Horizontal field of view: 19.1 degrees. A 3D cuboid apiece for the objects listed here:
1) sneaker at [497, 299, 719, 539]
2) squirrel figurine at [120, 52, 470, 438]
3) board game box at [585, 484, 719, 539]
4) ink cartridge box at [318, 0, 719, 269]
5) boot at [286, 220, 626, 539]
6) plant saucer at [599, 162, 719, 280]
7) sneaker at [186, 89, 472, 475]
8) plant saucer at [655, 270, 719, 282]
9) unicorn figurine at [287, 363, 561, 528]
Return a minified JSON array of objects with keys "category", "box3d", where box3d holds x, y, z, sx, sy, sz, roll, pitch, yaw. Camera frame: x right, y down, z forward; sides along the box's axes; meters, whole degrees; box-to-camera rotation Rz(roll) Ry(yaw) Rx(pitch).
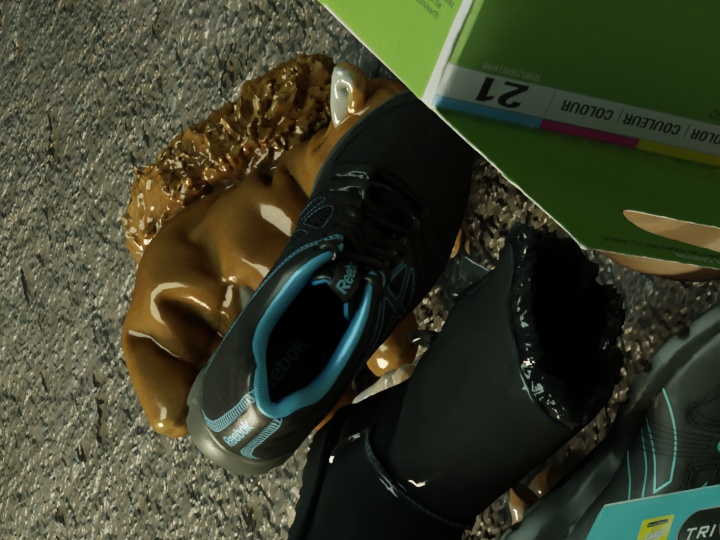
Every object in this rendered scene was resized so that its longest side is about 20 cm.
[{"category":"sneaker","box3d":[0.131,0.086,0.872,0.079,0.075,0.201,44,119,18]},{"category":"squirrel figurine","box3d":[-0.032,-0.036,1.077,0.187,0.141,0.201,-53,45,28]},{"category":"board game box","box3d":[0.182,0.126,0.692,0.199,0.151,0.047,-20,33,54]},{"category":"ink cartridge box","box3d":[0.095,-0.077,0.764,0.200,0.147,0.076,48,121,49]},{"category":"boot","box3d":[0.038,0.087,0.866,0.162,0.073,0.199,-43,25,36]},{"category":"plant saucer","box3d":[0.132,-0.098,0.873,0.200,0.032,0.202,-19,67,55]},{"category":"sneaker","box3d":[0.000,0.000,0.939,0.201,0.073,0.082,-60,7,-22]},{"category":"plant saucer","box3d":[0.154,-0.094,0.892,0.200,0.029,0.202,-19,68,55]},{"category":"unicorn figurine","box3d":[0.023,0.113,1.012,0.138,0.073,0.201,-57,37,27]}]
